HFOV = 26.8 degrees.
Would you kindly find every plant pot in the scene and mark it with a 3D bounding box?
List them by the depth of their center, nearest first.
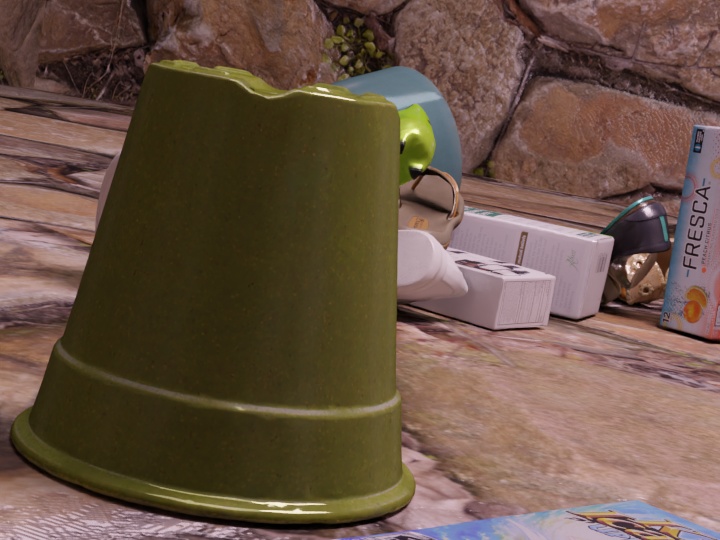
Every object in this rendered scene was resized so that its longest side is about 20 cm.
[{"bbox_3d":[-0.056,0.000,0.730,0.200,0.190,0.200,9,9,-1],"label":"plant pot"},{"bbox_3d":[-0.010,-0.123,1.705,0.161,0.201,0.201,-12,20,-36],"label":"plant pot"}]

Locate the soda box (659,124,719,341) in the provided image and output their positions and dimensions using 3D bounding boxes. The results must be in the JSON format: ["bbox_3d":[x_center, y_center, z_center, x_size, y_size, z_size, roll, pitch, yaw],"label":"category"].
[{"bbox_3d":[0.346,-0.036,1.445,0.064,0.200,0.068,4,9,-39],"label":"soda box"}]

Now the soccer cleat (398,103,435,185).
[{"bbox_3d":[-0.028,-0.084,1.290,0.200,0.068,0.081,-19,30,16],"label":"soccer cleat"}]

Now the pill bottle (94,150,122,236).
[{"bbox_3d":[-0.101,-0.032,1.198,0.200,0.111,0.111,6,9,-27],"label":"pill bottle"}]

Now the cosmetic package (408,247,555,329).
[{"bbox_3d":[0.069,0.005,1.364,0.200,0.051,0.083,16,9,39],"label":"cosmetic package"}]

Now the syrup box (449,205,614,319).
[{"bbox_3d":[0.136,-0.014,1.472,0.200,0.081,0.079,14,8,21],"label":"syrup box"}]

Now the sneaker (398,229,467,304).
[{"bbox_3d":[0.000,0.000,1.309,0.200,0.075,0.088,11,-13,36],"label":"sneaker"}]

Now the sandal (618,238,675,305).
[{"bbox_3d":[0.283,0.012,1.607,0.212,0.078,0.070,6,37,24],"label":"sandal"}]

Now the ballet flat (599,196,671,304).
[{"bbox_3d":[0.248,-0.005,1.527,0.073,0.073,0.200,6,-25,-25],"label":"ballet flat"}]

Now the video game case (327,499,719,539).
[{"bbox_3d":[0.113,0.133,0.511,0.181,0.045,0.200,4,9,-43],"label":"video game case"}]

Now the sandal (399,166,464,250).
[{"bbox_3d":[0.057,-0.066,1.393,0.080,0.054,0.200,7,18,3],"label":"sandal"}]
